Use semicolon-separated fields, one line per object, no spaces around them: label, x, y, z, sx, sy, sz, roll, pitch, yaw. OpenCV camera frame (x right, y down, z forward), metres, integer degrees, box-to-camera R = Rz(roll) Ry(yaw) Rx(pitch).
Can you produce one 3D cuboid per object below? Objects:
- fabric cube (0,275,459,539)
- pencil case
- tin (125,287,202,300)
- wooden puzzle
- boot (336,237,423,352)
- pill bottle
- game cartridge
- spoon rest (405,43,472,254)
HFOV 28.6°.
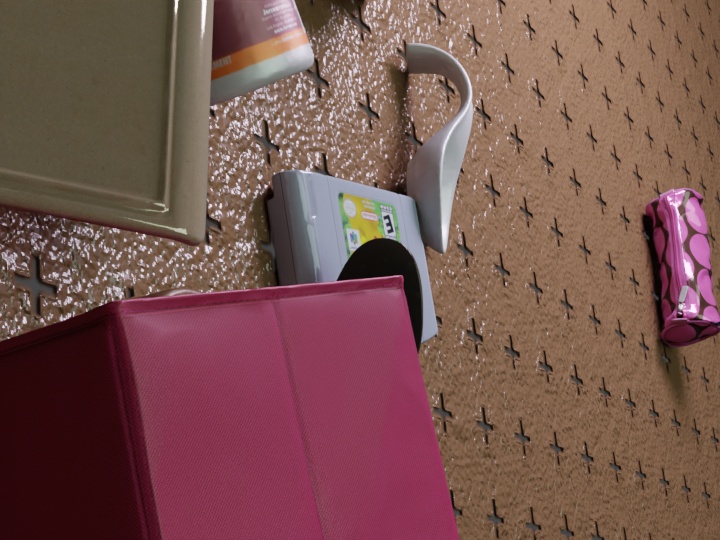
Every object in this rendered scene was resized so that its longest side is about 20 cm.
fabric cube;-0.086;0.125;0.664;0.199;0.195;0.201;-5;81;-50
pencil case;0.415;-0.008;1.822;0.093;0.090;0.202;26;52;-47
tin;-0.088;0.072;0.893;0.200;0.042;0.113;17;58;-59
wooden puzzle;-0.173;-0.113;0.765;0.199;0.037;0.186;13;63;-28
boot;0.011;0.073;1.017;0.075;0.073;0.202;-31;127;-73
pill bottle;-0.113;-0.206;0.895;0.114;0.113;0.201;-37;110;-61
game cartridge;0.000;0.000;1.093;0.200;0.040;0.135;7;74;-61
spoon rest;0.071;-0.110;1.237;0.100;0.060;0.201;75;12;-62
